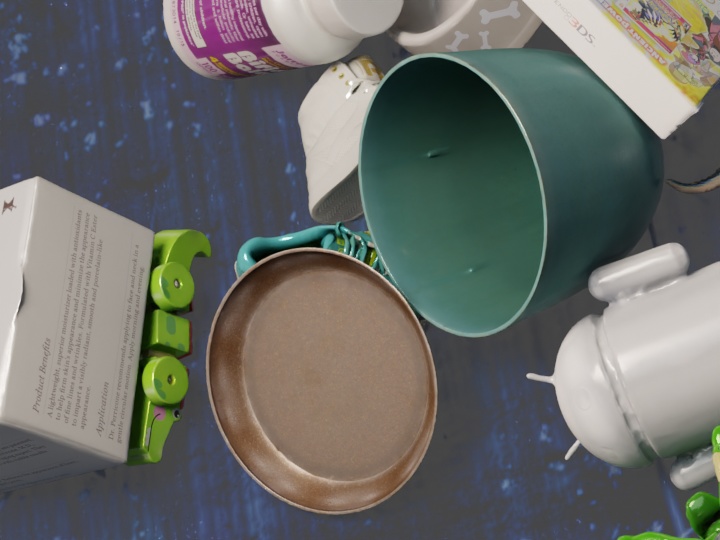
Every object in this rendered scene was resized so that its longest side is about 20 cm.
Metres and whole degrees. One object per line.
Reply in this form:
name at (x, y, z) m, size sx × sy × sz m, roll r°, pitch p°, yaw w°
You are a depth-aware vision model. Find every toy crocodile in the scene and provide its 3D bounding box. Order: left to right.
toy crocodile at (-0.160, 0.059, 1.590) m, size 0.067 × 0.062 × 0.202 m, roll -17°, pitch 61°, yaw 42°

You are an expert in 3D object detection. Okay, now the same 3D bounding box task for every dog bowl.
dog bowl at (0.083, -0.252, 1.561) m, size 0.200 × 0.058 × 0.202 m, roll -31°, pitch 50°, yaw 45°

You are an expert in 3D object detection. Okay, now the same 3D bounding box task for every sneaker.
sneaker at (0.000, 0.000, 1.523) m, size 0.198 × 0.080 × 0.078 m, roll -5°, pitch 65°, yaw 11°
sneaker at (0.019, -0.136, 1.556) m, size 0.200 × 0.073 × 0.116 m, roll -37°, pitch 52°, yaw 34°

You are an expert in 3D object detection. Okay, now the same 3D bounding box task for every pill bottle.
pill bottle at (-0.060, -0.217, 1.598) m, size 0.199 × 0.112 × 0.113 m, roll -3°, pitch 64°, yaw 49°

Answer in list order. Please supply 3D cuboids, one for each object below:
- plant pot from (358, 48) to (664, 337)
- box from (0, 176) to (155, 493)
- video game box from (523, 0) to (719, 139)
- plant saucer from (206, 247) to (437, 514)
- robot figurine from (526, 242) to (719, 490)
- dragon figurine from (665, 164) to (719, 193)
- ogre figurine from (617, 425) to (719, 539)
plant pot at (0.121, -0.068, 1.433) m, size 0.200 × 0.160 × 0.202 m, roll 22°, pitch 119°, yaw 47°
box at (-0.281, 0.059, 1.568) m, size 0.199 × 0.130 × 0.201 m, roll -16°, pitch 59°, yaw 40°
video game box at (0.194, -0.211, 1.438) m, size 0.200 × 0.182 × 0.047 m, roll 45°, pitch 131°, yaw 1°
plant saucer at (-0.025, 0.081, 1.488) m, size 0.199 × 0.032 × 0.202 m, roll 5°, pitch 101°, yaw 27°
robot figurine at (0.220, 0.067, 1.377) m, size 0.199 × 0.113 × 0.171 m, roll -22°, pitch 94°, yaw 13°
dragon figurine at (0.304, -0.124, 1.456) m, size 0.199 × 0.059 × 0.100 m, roll -28°, pitch 58°, yaw 7°
ogre figurine at (0.242, 0.182, 1.312) m, size 0.098 × 0.120 × 0.201 m, roll 27°, pitch 79°, yaw 36°
